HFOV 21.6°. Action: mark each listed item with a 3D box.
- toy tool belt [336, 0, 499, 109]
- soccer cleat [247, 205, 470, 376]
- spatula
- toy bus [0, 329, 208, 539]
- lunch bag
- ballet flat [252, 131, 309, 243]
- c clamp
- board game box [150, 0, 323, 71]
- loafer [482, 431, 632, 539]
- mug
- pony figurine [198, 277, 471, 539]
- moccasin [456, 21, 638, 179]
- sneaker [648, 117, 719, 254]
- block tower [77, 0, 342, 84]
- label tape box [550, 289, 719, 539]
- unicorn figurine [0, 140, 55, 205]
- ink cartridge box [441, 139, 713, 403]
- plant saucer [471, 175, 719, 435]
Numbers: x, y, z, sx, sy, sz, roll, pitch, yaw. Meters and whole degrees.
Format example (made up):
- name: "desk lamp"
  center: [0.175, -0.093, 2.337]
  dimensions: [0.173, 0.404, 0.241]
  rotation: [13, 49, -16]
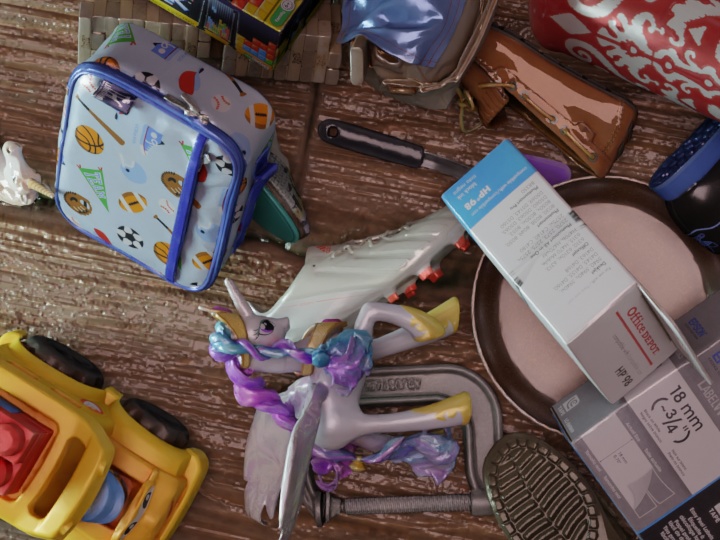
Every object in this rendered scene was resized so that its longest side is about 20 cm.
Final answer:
- name: "toy tool belt"
  center: [0.038, -0.222, 1.361]
  dimensions: [0.124, 0.123, 0.201]
  rotation: [12, 89, 25]
- name: "soccer cleat"
  center: [0.000, 0.000, 1.446]
  dimensions: [0.200, 0.069, 0.078]
  rotation: [-37, 82, 6]
- name: "spatula"
  center: [0.061, -0.081, 1.463]
  dimensions: [0.199, 0.021, 0.057]
  rotation: [17, 100, 8]
- name: "toy bus"
  center: [-0.230, 0.140, 1.402]
  dimensions: [0.199, 0.192, 0.136]
  rotation: [32, 90, 5]
- name: "lunch bag"
  center: [-0.144, -0.080, 1.403]
  dimensions: [0.160, 0.200, 0.076]
  rotation: [31, 53, 8]
- name: "ballet flat"
  center: [-0.106, -0.105, 1.463]
  dimensions: [0.200, 0.072, 0.072]
  rotation: [37, 92, 5]
- name: "c clamp"
  center: [0.035, 0.156, 1.455]
  dimensions: [0.198, 0.027, 0.172]
  rotation: [3, 88, 6]
- name: "board game box"
  center: [-0.082, -0.271, 1.423]
  dimensions: [0.165, 0.057, 0.200]
  rotation: [30, 61, 5]
- name: "loafer"
  center: [0.164, 0.207, 1.418]
  dimensions: [0.076, 0.067, 0.200]
  rotation: [-38, 85, 0]
- name: "mug"
  center: [0.250, -0.197, 1.360]
  dimensions: [0.200, 0.134, 0.178]
  rotation: [33, 77, 32]
- name: "pony figurine"
  center: [-0.023, 0.104, 1.384]
  dimensions: [0.199, 0.166, 0.195]
  rotation: [1, 94, -14]
- name: "moccasin"
  center: [0.110, -0.135, 1.435]
  dimensions: [0.201, 0.074, 0.078]
  rotation: [31, 87, 5]
- name: "sneaker"
  center: [0.305, -0.099, 1.412]
  dimensions: [0.200, 0.070, 0.078]
  rotation: [-43, 100, -9]
- name: "block tower"
  center: [-0.114, -0.186, 1.441]
  dimensions: [0.198, 0.054, 0.058]
  rotation: [3, 52, -7]
- name: "label tape box"
  center: [0.263, 0.107, 1.388]
  dimensions: [0.200, 0.063, 0.144]
  rotation: [-36, 112, 5]
- name: "unicorn figurine"
  center: [-0.330, -0.102, 1.488]
  dimensions: [0.199, 0.074, 0.138]
  rotation: [-16, 95, 20]
- name: "ink cartridge box"
  center: [0.152, 0.014, 1.328]
  dimensions: [0.067, 0.116, 0.200]
  rotation: [-40, 55, 2]
- name: "plant saucer"
  center: [0.184, 0.029, 1.439]
  dimensions: [0.199, 0.032, 0.202]
  rotation: [0, 88, 4]
